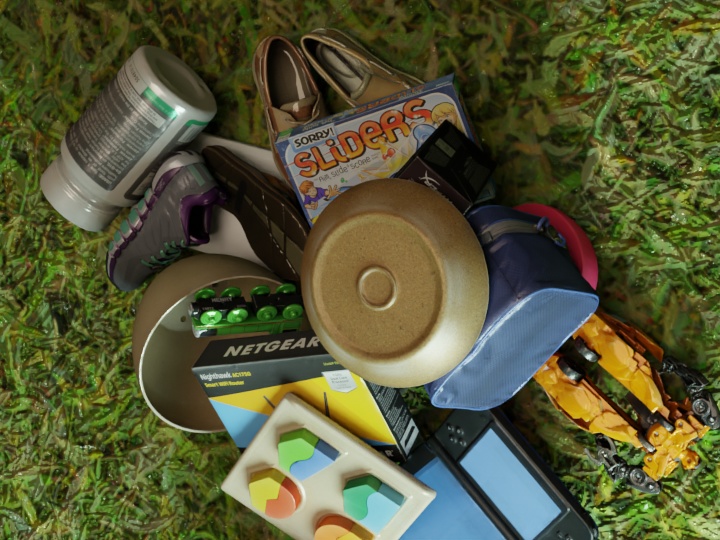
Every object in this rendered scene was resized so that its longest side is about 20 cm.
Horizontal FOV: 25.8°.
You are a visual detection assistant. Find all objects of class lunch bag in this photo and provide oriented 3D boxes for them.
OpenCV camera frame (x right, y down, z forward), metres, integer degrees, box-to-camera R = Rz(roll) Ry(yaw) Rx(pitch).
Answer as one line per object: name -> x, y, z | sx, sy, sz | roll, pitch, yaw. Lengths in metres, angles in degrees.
lunch bag -> 0.124, 0.026, 1.539 | 0.200, 0.136, 0.132 | -48, 57, 22

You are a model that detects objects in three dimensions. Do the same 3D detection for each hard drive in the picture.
hard drive -> -0.167, -0.086, 1.796 | 0.200, 0.027, 0.132 | 16, 100, 24

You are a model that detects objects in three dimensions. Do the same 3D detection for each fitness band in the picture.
fitness band -> 0.158, 0.023, 1.624 | 0.200, 0.037, 0.144 | -46, 57, 25

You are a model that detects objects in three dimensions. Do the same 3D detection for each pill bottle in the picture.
pill bottle -> -0.263, -0.145, 1.760 | 0.200, 0.113, 0.113 | -45, 76, 20

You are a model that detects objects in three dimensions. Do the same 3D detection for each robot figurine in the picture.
robot figurine -> 0.270, 0.127, 1.593 | 0.200, 0.058, 0.145 | 44, 111, 16

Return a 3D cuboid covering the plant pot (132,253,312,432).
plant pot -> -0.169, 0.059, 1.737 | 0.201, 0.200, 0.134 | -61, 38, 17

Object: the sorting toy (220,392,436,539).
sorting toy -> -0.040, 0.234, 1.640 | 0.185, 0.037, 0.200 | 34, 134, -1

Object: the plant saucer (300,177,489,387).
plant saucer -> 0.022, 0.014, 1.480 | 0.200, 0.035, 0.201 | 4, 99, 27

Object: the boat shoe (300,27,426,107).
boat shoe -> 0.014, -0.189, 1.674 | 0.200, 0.076, 0.072 | 34, 104, 16

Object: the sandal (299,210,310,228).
sandal -> -0.001, 0.001, 1.714 | 0.200, 0.048, 0.075 | 29, 106, 20

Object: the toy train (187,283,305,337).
toy train -> -0.088, 0.044, 1.656 | 0.056, 0.199, 0.042 | 111, 148, -46

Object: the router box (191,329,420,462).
router box -> -0.057, 0.135, 1.631 | 0.200, 0.051, 0.149 | -8, 123, 32

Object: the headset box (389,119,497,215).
headset box -> 0.036, -0.041, 1.576 | 0.077, 0.149, 0.200 | 40, 113, -1

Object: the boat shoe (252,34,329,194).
boat shoe -> -0.069, -0.163, 1.707 | 0.076, 0.072, 0.200 | -23, 84, -7

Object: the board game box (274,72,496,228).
board game box -> 0.027, -0.111, 1.651 | 0.199, 0.034, 0.136 | -18, 112, 14

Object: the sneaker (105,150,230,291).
sneaker -> -0.217, -0.035, 1.756 | 0.088, 0.074, 0.200 | 48, 125, 25

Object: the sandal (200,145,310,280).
sandal -> -0.106, -0.070, 1.727 | 0.200, 0.054, 0.082 | 42, 130, 33

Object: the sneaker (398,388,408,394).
sneaker -> 0.009, 0.177, 1.711 | 0.199, 0.076, 0.114 | -39, 80, 25

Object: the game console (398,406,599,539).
game console -> 0.118, 0.257, 1.635 | 0.200, 0.118, 0.171 | 49, 144, 13
